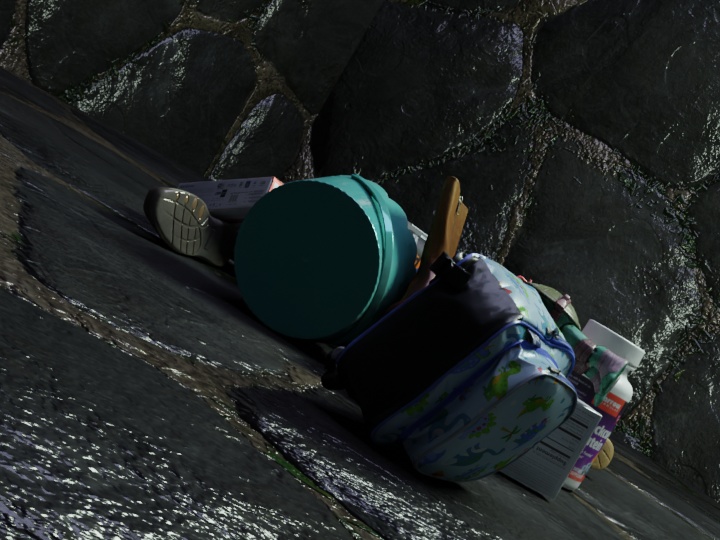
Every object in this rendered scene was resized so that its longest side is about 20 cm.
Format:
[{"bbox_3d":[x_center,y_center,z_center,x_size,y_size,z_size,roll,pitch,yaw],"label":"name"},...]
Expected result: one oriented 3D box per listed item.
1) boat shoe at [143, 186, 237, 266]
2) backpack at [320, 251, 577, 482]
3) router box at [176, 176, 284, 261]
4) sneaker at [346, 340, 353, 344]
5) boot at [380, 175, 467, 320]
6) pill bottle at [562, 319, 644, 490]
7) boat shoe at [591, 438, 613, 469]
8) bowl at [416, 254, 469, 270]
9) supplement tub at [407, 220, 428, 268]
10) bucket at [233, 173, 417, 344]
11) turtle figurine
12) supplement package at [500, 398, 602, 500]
[{"bbox_3d":[-0.234,-0.059,1.419,0.073,0.075,0.200,21,-11,25],"label":"boat shoe"},{"bbox_3d":[0.102,0.098,0.974,0.200,0.183,0.148,20,33,-57],"label":"backpack"},{"bbox_3d":[-0.142,-0.060,1.528,0.199,0.049,0.179,1,-28,41],"label":"router box"},{"bbox_3d":[0.006,0.076,1.492,0.082,0.074,0.200,35,5,38],"label":"sneaker"},{"bbox_3d":[0.086,-0.008,1.225,0.068,0.202,0.188,15,-11,18],"label":"boot"},{"bbox_3d":[0.280,0.170,1.401,0.111,0.201,0.111,30,3,-2],"label":"pill bottle"},{"bbox_3d":[0.291,0.246,1.677,0.199,0.074,0.069,32,-10,-7],"label":"boat shoe"},{"bbox_3d":[0.102,0.066,1.448,0.200,0.201,0.039,28,22,-51],"label":"bowl"},{"bbox_3d":[0.070,0.003,1.594,0.199,0.123,0.123,34,2,-7],"label":"supplement tub"},{"bbox_3d":[-0.040,-0.013,1.262,0.206,0.208,0.135,31,10,14],"label":"bucket"},{"bbox_3d":[0.208,0.069,1.246,0.199,0.101,0.150,37,5,17],"label":"turtle figurine"},{"bbox_3d":[0.160,0.155,1.269,0.155,0.111,0.200,30,3,-12],"label":"supplement package"}]
